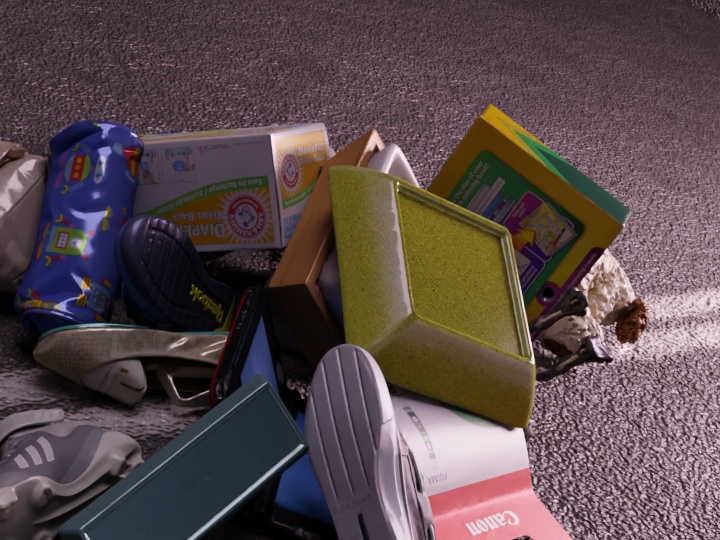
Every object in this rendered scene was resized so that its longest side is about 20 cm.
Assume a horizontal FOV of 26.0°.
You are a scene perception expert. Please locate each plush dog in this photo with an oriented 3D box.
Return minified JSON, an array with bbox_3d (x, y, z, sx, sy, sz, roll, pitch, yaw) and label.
[{"bbox_3d":[0.224,0.004,1.656,0.199,0.161,0.171,36,3,33],"label":"plush dog"}]

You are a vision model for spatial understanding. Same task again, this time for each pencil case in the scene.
[{"bbox_3d":[-0.242,-0.034,1.338,0.086,0.078,0.202,7,66,-2],"label":"pencil case"}]

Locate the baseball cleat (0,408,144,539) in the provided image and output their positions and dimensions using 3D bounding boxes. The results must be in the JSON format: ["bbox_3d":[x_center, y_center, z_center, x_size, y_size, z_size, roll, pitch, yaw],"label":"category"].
[{"bbox_3d":[-0.239,0.151,1.096,0.106,0.071,0.200,20,13,23],"label":"baseball cleat"}]

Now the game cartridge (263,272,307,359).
[{"bbox_3d":[-0.027,0.036,1.515,0.132,0.041,0.200,26,24,9],"label":"game cartridge"}]

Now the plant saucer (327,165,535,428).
[{"bbox_3d":[0.070,0.012,1.290,0.199,0.048,0.201,22,46,-35],"label":"plant saucer"}]

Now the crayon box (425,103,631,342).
[{"bbox_3d":[0.133,-0.028,1.509,0.172,0.201,0.058,38,25,3],"label":"crayon box"}]

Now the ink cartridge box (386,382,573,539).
[{"bbox_3d":[0.085,0.151,1.251,0.160,0.050,0.200,-5,45,-50],"label":"ink cartridge box"}]

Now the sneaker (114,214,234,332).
[{"bbox_3d":[-0.174,0.014,1.332,0.081,0.075,0.200,10,-23,20],"label":"sneaker"}]

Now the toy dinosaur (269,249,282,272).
[{"bbox_3d":[-0.026,-0.011,1.503,0.199,0.061,0.106,30,25,26],"label":"toy dinosaur"}]

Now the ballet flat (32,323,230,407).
[{"bbox_3d":[-0.170,0.081,1.289,0.198,0.068,0.063,2,56,-28],"label":"ballet flat"}]

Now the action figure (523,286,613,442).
[{"bbox_3d":[0.125,0.098,1.406,0.198,0.102,0.120,-26,67,-3],"label":"action figure"}]

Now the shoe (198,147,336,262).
[{"bbox_3d":[-0.099,-0.065,1.521,0.054,0.198,0.070,61,23,-12],"label":"shoe"}]

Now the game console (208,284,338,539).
[{"bbox_3d":[-0.035,0.118,1.239,0.117,0.174,0.200,-8,22,8],"label":"game console"}]

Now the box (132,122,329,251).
[{"bbox_3d":[-0.136,-0.075,1.432,0.198,0.103,0.112,-2,9,25],"label":"box"}]

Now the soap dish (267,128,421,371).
[{"bbox_3d":[0.000,0.000,1.378,0.080,0.158,0.201,-6,41,29],"label":"soap dish"}]

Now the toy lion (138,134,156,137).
[{"bbox_3d":[-0.223,-0.106,1.666,0.198,0.069,0.191,-2,23,-37],"label":"toy lion"}]

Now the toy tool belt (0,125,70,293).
[{"bbox_3d":[-0.325,-0.063,1.406,0.122,0.126,0.201,-2,39,26],"label":"toy tool belt"}]

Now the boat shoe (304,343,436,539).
[{"bbox_3d":[0.010,0.156,1.161,0.071,0.072,0.202,20,55,-56],"label":"boat shoe"}]

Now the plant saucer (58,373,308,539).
[{"bbox_3d":[-0.116,0.151,1.088,0.200,0.019,0.070,-37,99,-37],"label":"plant saucer"}]
